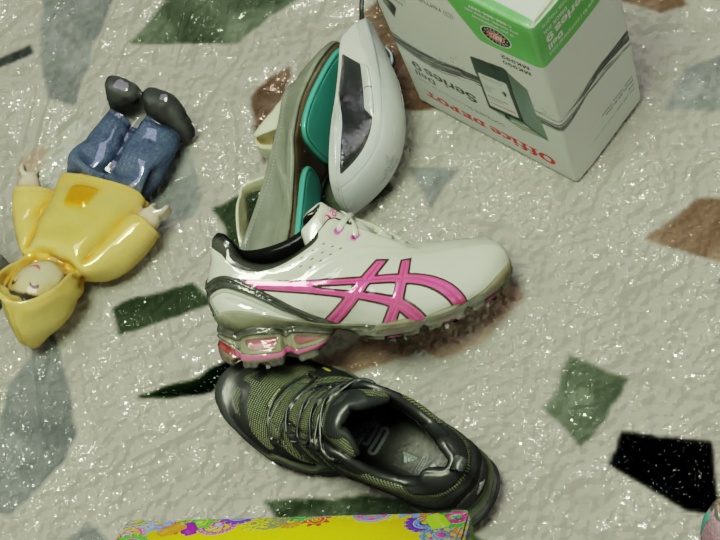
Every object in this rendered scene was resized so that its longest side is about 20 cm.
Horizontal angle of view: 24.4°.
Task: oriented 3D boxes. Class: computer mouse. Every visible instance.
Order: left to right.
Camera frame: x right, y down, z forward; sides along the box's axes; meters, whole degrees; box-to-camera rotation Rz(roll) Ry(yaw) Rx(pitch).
[{"bbox_3d":[0.012,-0.134,1.160,0.044,0.110,0.201,0,72,14],"label":"computer mouse"}]

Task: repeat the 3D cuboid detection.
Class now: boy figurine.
[{"bbox_3d":[-0.200,-0.041,1.179,0.124,0.065,0.201,22,67,21],"label":"boy figurine"}]

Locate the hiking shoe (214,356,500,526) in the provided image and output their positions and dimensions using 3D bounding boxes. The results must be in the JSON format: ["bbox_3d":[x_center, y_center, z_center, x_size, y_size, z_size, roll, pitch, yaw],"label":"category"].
[{"bbox_3d":[-0.009,0.090,1.036,0.199,0.101,0.076,19,68,23],"label":"hiking shoe"}]

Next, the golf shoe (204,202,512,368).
[{"bbox_3d":[0.000,0.000,1.068,0.199,0.093,0.073,-12,14,-8],"label":"golf shoe"}]

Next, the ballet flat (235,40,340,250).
[{"bbox_3d":[-0.051,-0.074,1.156,0.063,0.067,0.201,-1,62,24],"label":"ballet flat"}]

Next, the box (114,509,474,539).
[{"bbox_3d":[-0.034,0.244,0.895,0.199,0.194,0.122,-4,20,13],"label":"box"}]

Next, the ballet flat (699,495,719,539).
[{"bbox_3d":[0.290,0.161,0.937,0.199,0.071,0.069,8,64,18],"label":"ballet flat"}]

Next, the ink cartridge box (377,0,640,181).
[{"bbox_3d":[0.094,-0.162,1.086,0.146,0.200,0.084,32,77,27],"label":"ink cartridge box"}]

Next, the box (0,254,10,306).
[{"bbox_3d":[-0.358,-0.042,1.166,0.199,0.159,0.048,19,71,23],"label":"box"}]
